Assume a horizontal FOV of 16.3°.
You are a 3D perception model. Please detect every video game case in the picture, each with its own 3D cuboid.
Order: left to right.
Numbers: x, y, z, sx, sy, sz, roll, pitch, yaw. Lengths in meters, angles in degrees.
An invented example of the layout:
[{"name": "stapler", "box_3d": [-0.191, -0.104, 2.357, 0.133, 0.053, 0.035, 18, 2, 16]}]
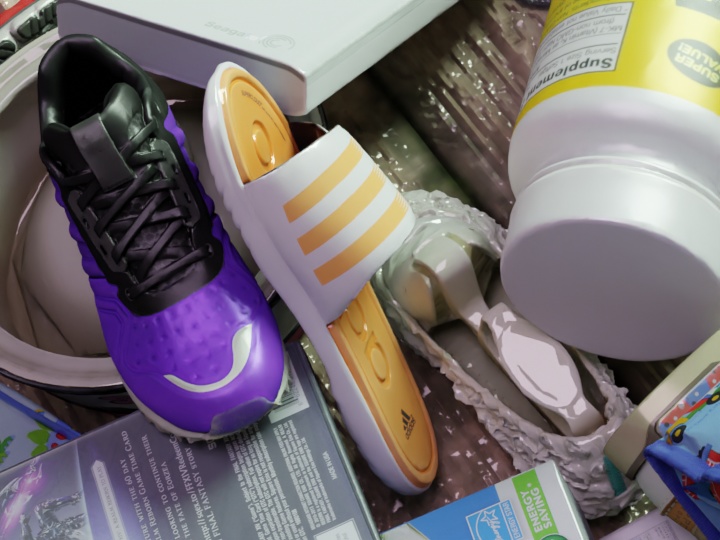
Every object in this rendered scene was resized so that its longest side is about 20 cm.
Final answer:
[{"name": "video game case", "box_3d": [-0.094, 0.120, 1.005, 0.200, 0.019, 0.143, -24, 46, 1]}]

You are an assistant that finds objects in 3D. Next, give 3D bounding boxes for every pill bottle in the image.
[{"name": "pill bottle", "box_3d": [0.126, -0.069, 1.060, 0.114, 0.114, 0.200, 3, 54, 20]}]

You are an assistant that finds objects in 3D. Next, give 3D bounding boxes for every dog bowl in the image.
[{"name": "dog bowl", "box_3d": [-0.098, -0.022, 1.154, 0.200, 0.074, 0.201, -8, 61, 15]}]

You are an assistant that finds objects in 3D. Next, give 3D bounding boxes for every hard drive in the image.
[{"name": "hard drive", "box_3d": [-0.027, -0.137, 1.155, 0.132, 0.026, 0.200, 19, 36, 26]}]

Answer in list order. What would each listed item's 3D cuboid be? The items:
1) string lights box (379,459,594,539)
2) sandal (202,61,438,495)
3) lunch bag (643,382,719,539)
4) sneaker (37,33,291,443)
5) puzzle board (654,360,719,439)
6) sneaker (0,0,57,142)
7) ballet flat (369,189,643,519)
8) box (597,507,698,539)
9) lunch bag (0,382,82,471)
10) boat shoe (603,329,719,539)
[{"name": "string lights box", "box_3d": [0.007, 0.166, 0.989, 0.200, 0.059, 0.103, -24, 55, 5]}, {"name": "sandal", "box_3d": [0.002, -0.003, 1.048, 0.059, 0.207, 0.079, -20, 22, 20]}, {"name": "lunch bag", "box_3d": [0.228, 0.098, 0.912, 0.150, 0.200, 0.094, -39, 14, -11]}, {"name": "sneaker", "box_3d": [-0.094, -0.021, 1.042, 0.069, 0.100, 0.200, -26, 52, -2]}, {"name": "puzzle board", "box_3d": [0.232, 0.048, 0.959, 0.200, 0.017, 0.151, -42, 92, -8]}, {"name": "sneaker", "box_3d": [-0.206, -0.083, 1.224, 0.200, 0.077, 0.085, -40, 51, -6]}, {"name": "ballet flat", "box_3d": [0.059, 0.021, 1.085, 0.072, 0.072, 0.200, -40, 58, -4]}, {"name": "box", "box_3d": [0.116, 0.178, 1.003, 0.200, 0.036, 0.145, -29, 58, 4]}, {"name": "lunch bag", "box_3d": [-0.195, 0.142, 1.096, 0.161, 0.082, 0.200, 27, 74, 27]}, {"name": "boat shoe", "box_3d": [0.192, 0.029, 1.004, 0.200, 0.075, 0.068, -43, 77, -2]}]
